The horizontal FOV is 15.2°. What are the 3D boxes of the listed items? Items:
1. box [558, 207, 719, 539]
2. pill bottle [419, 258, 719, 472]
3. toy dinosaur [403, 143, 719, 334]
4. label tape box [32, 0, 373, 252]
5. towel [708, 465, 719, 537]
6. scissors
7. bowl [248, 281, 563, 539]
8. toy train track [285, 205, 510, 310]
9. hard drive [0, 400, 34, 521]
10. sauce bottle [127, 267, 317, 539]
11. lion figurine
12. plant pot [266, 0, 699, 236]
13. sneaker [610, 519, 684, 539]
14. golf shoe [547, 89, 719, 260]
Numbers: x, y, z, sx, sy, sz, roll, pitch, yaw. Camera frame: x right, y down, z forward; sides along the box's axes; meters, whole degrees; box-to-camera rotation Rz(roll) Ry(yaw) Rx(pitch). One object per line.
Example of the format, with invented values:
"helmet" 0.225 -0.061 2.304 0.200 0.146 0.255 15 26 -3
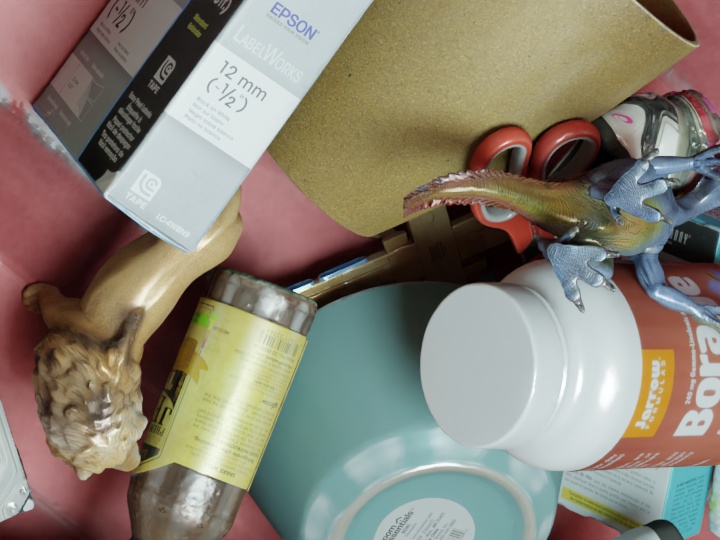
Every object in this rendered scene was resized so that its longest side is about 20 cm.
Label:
"box" 0.172 0.054 1.574 0.049 0.082 0.201 -13 119 -48
"pill bottle" 0.131 0.050 1.432 0.199 0.112 0.113 1 112 -43
"toy dinosaur" 0.141 -0.044 1.380 0.199 0.182 0.105 27 105 4
"label tape box" -0.071 -0.126 1.371 0.066 0.143 0.200 31 97 -29
"towel" 0.281 0.062 1.606 0.171 0.048 0.201 -17 120 -48
"scissors" 0.086 -0.013 1.435 0.073 0.014 0.201 -18 146 -16
"bowl" 0.033 0.116 1.502 0.199 0.105 0.202 -6 129 -8
"toy train track" 0.000 0.000 1.516 0.199 0.033 0.115 -23 119 -11
"hard drive" -0.266 0.063 1.433 0.139 0.038 0.201 -20 116 -14
"sauce bottle" -0.086 0.099 1.442 0.064 0.065 0.201 25 83 -28
"lion figurine" -0.113 0.007 1.421 0.072 0.122 0.201 26 99 -28
"plant pot" 0.044 -0.117 1.416 0.200 0.187 0.186 -45 121 14
"sneaker" 0.114 0.207 1.569 0.107 0.201 0.068 -10 71 -22
"golf shoe" 0.121 -0.021 1.504 0.092 0.073 0.201 -6 137 -36
